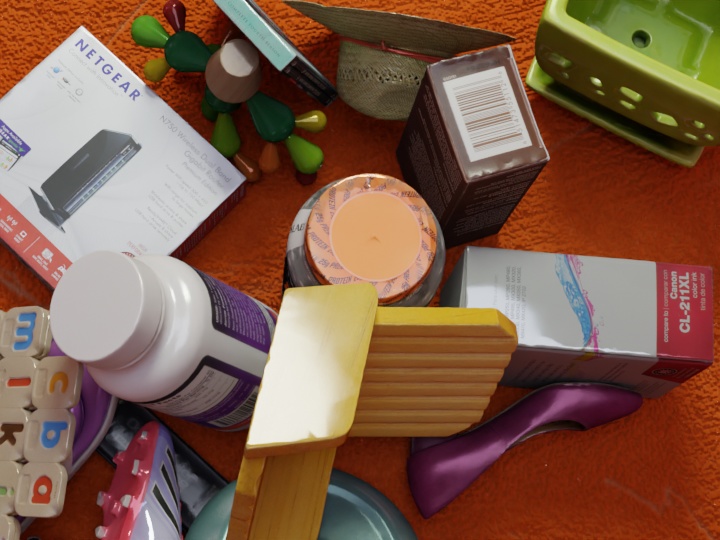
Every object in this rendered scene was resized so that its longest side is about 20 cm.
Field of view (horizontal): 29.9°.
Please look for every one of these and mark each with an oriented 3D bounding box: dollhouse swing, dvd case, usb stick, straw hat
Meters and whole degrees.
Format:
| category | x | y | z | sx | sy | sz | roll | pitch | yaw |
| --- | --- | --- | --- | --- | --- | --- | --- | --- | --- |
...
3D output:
| category | x | y | z | sx | sy | sz | roll | pitch | yaw |
| --- | --- | --- | --- | --- | --- | --- | --- | --- | --- |
| dollhouse swing | 0.008 | 0.126 | 0.979 | 0.175 | 0.200 | 0.182 | 14 | 53 | -3 |
| dvd case | -0.087 | -0.205 | 1.113 | 0.022 | 0.200 | 0.146 | -43 | 83 | 5 |
| usb stick | -0.171 | 0.150 | 1.100 | 0.200 | 0.033 | 0.055 | 41 | 69 | 6 |
| straw hat | 0.026 | -0.170 | 1.143 | 0.200 | 0.201 | 0.085 | 9 | 97 | -3 |

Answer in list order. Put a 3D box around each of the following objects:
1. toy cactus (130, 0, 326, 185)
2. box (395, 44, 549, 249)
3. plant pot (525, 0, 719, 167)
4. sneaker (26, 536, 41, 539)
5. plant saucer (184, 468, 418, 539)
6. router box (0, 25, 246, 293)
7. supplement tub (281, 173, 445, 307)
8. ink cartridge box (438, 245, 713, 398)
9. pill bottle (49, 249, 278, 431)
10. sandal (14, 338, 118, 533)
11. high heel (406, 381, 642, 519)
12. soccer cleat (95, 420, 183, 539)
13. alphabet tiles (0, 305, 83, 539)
| category | x | y | z | sx | sy | sz | roll | pitch | yaw |
| --- | --- | --- | --- | --- | --- | --- | --- | --- | --- |
| toy cactus | -0.100 | -0.155 | 1.115 | 0.102 | 0.165 | 0.200 | -42 | 92 | -13 |
| box | 0.086 | -0.092 | 1.097 | 0.075 | 0.200 | 0.101 | -15 | 78 | -11 |
| plant pot | 0.259 | -0.215 | 1.154 | 0.198 | 0.182 | 0.201 | 26 | 75 | 2 |
| sneaker | -0.192 | 0.268 | 1.056 | 0.199 | 0.075 | 0.081 | 14 | 104 | -10 |
| plant saucer | -0.040 | 0.231 | 1.040 | 0.199 | 0.036 | 0.201 | 6 | 54 | -8 |
| router box | -0.228 | -0.076 | 1.142 | 0.200 | 0.049 | 0.180 | 42 | 76 | 6 |
| supplement tub | 0.000 | 0.000 | 1.065 | 0.122 | 0.200 | 0.123 | 1 | 74 | -4 |
| ink cartridge box | 0.168 | 0.045 | 1.098 | 0.199 | 0.146 | 0.083 | 5 | 74 | -4 |
| pill bottle | -0.143 | 0.052 | 1.028 | 0.111 | 0.200 | 0.112 | -8 | 70 | 24 |
| sandal | -0.254 | 0.136 | 1.064 | 0.082 | 0.050 | 0.203 | 29 | 91 | 5 |
| high heel | 0.137 | 0.148 | 1.111 | 0.199 | 0.067 | 0.097 | -8 | 70 | 7 |
| soccer cleat | -0.157 | 0.208 | 1.020 | 0.076 | 0.067 | 0.201 | 28 | 40 | -27 |
| alphabet tiles | -0.287 | 0.128 | 1.045 | 0.195 | 0.015 | 0.201 | -5 | 71 | 36 |
